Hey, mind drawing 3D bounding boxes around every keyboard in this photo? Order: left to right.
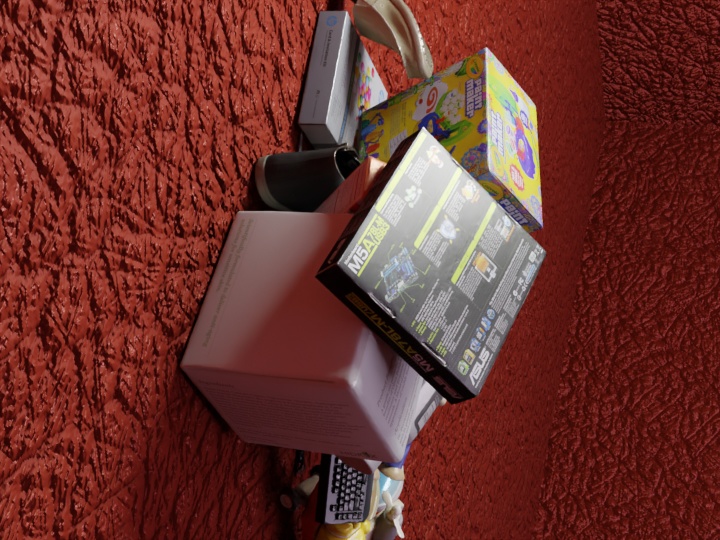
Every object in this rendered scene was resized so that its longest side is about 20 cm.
[{"bbox_3d":[-0.028,0.194,1.337,0.126,0.021,0.203,7,87,-35],"label":"keyboard"}]

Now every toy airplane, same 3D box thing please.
[{"bbox_3d":[-0.027,0.357,1.424,0.201,0.140,0.199,-62,145,-10],"label":"toy airplane"}]

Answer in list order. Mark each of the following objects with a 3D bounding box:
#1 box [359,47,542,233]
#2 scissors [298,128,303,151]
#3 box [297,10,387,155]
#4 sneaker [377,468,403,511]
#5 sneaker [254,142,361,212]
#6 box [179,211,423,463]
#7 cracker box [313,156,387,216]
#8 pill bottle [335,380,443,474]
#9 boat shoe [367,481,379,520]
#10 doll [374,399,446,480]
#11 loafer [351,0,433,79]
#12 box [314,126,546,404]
[{"bbox_3d":[0.105,-0.125,1.382,0.122,0.191,0.202,40,40,-37],"label":"box"},{"bbox_3d":[-0.078,-0.065,1.365,0.073,0.014,0.202,47,48,-56],"label":"scissors"},{"bbox_3d":[-0.019,-0.207,1.455,0.200,0.041,0.158,56,41,-63],"label":"box"},{"bbox_3d":[0.025,0.236,1.652,0.201,0.079,0.132,-78,164,-48],"label":"sneaker"},{"bbox_3d":[-0.030,-0.095,1.318,0.200,0.105,0.076,6,77,-66],"label":"sneaker"},{"bbox_3d":[-0.044,0.067,1.194,0.172,0.198,0.201,62,38,-51],"label":"box"},{"bbox_3d":[0.020,-0.038,1.258,0.200,0.133,0.058,-38,-144,56],"label":"cracker box"},{"bbox_3d":[0.039,0.128,1.302,0.201,0.110,0.111,-52,149,-20],"label":"pill bottle"},{"bbox_3d":[-0.012,0.271,1.574,0.066,0.073,0.202,37,56,-56],"label":"boat shoe"},{"bbox_3d":[0.055,0.161,1.424,0.135,0.048,0.202,9,104,-35],"label":"doll"},{"bbox_3d":[0.030,-0.307,1.416,0.201,0.068,0.076,66,7,29],"label":"loafer"},{"bbox_3d":[0.076,-0.006,1.123,0.193,0.047,0.201,41,54,-14],"label":"box"}]
